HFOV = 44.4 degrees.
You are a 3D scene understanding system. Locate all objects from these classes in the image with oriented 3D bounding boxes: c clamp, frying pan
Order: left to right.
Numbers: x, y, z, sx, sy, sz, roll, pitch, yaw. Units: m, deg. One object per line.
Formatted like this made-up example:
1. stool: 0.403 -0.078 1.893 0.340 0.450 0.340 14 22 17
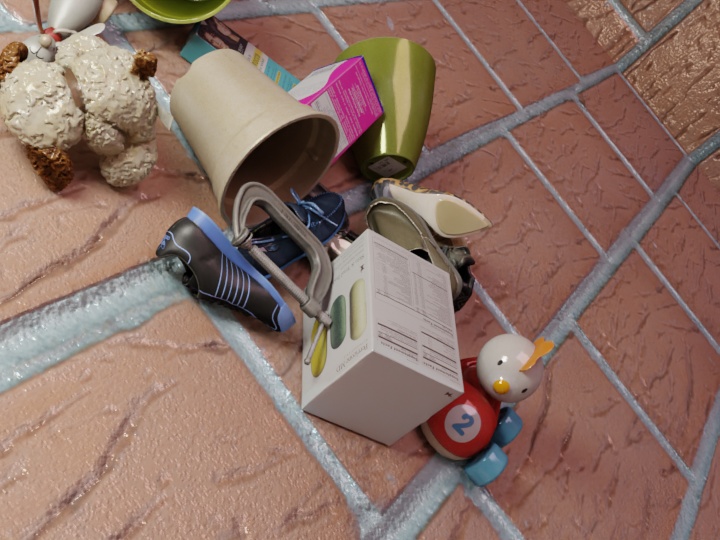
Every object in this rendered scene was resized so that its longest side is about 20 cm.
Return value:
1. c clamp: -0.094 -0.011 1.096 0.200 0.027 0.172 49 37 -19
2. frying pan: -0.036 -0.079 1.350 0.189 0.031 0.115 36 26 -23

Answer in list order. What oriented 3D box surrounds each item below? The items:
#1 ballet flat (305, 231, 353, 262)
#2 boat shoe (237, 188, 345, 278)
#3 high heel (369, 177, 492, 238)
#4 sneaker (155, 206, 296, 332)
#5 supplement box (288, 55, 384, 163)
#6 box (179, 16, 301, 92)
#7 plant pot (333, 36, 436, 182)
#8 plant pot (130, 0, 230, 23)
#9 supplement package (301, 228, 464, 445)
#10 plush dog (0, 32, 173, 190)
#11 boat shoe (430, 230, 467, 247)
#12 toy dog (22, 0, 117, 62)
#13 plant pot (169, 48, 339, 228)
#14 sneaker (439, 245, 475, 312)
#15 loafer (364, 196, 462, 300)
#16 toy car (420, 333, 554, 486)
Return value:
1. ballet flat: 0.000 0.000 1.286 0.199 0.074 0.075 30 38 -19
2. boat shoe: -0.086 -0.061 1.193 0.200 0.083 0.069 -45 138 -43
3. high heel: 0.115 -0.111 1.460 0.197 0.072 0.143 11 17 -7
4. sneaker: -0.166 0.017 1.093 0.200 0.078 0.070 49 -12 -20
5. supplement box: -0.059 -0.241 1.366 0.200 0.100 0.104 -50 124 -47
6. box: -0.185 -0.320 1.407 0.199 0.049 0.083 34 37 -23
7. plant pot: 0.042 -0.260 1.518 0.186 0.186 0.203 19 58 -36
8. plant pot: -0.261 -0.478 1.339 0.200 0.201 0.193 41 9 -11
9. supplement package: 0.024 0.088 1.158 0.150 0.152 0.202 27 40 -28
10. plush dog: -0.332 -0.195 1.030 0.171 0.160 0.202 -24 90 -31
11. boat shoe: 0.122 -0.061 1.493 0.069 0.074 0.201 15 38 -35
12. toy dog: -0.375 -0.342 1.157 0.131 0.096 0.202 17 51 -36
13. plant pot: -0.160 -0.195 1.213 0.184 0.201 0.199 49 32 21
14. sneaker: 0.108 -0.027 1.402 0.200 0.114 0.076 50 33 6
15. loafer: 0.075 -0.035 1.335 0.200 0.075 0.069 47 18 18
16. toy car: 0.186 0.158 1.232 0.185 0.200 0.177 47 34 -2
